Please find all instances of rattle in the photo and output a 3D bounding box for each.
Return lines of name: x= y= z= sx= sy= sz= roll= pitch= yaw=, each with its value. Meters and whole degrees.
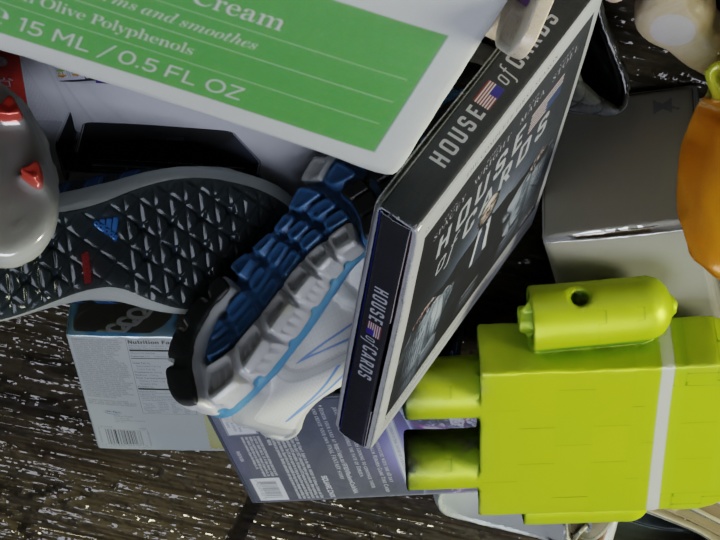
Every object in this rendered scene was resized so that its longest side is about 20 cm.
rattle: x=0.199 y=-0.113 z=1.027 sx=0.130 sy=0.143 sz=0.200 roll=41 pitch=138 yaw=-12

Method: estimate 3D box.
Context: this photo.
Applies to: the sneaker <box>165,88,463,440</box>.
sneaker: x=0.000 y=0.000 z=1.139 sx=0.200 sy=0.075 sz=0.087 roll=-46 pitch=132 yaw=10

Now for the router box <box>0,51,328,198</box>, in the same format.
router box: x=-0.094 y=-0.074 z=1.175 sx=0.178 sy=0.049 sz=0.201 roll=3 pitch=141 yaw=3

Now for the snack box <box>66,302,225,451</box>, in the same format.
snack box: x=-0.057 y=0.056 z=1.343 sx=0.198 sy=0.037 sz=0.117 roll=1 pitch=144 yaw=5

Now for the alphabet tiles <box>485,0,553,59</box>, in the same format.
alphabet tiles: x=0.081 y=-0.179 z=0.895 sx=0.015 sy=0.200 sz=0.197 roll=21 pitch=100 yaw=-14

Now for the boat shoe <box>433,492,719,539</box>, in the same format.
boat shoe: x=0.137 y=0.136 z=1.395 sx=0.198 sy=0.069 sz=0.075 roll=0 pitch=141 yaw=6

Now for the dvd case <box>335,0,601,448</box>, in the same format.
dvd case: x=0.045 y=-0.024 z=1.047 sx=0.025 sy=0.151 sz=0.200 roll=32 pitch=153 yaw=11

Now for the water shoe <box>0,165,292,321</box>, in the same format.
water shoe: x=-0.125 y=-0.020 z=1.161 sx=0.198 sy=0.079 sz=0.072 roll=-3 pitch=107 yaw=-21

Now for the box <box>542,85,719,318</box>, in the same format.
box: x=0.148 y=0.009 z=1.217 sx=0.077 sy=0.095 sz=0.201 roll=-6 pitch=139 yaw=14

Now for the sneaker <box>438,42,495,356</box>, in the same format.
sneaker: x=0.037 y=-0.011 z=1.187 sx=0.072 sy=0.113 sz=0.201 roll=8 pitch=142 yaw=-5

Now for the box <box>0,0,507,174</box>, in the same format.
box: x=-0.037 y=-0.182 z=0.912 sx=0.198 sy=0.201 sz=0.172 roll=17 pitch=139 yaw=-15

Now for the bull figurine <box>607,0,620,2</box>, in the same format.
bull figurine: x=0.161 y=-0.185 z=0.963 sx=0.199 sy=0.065 sz=0.121 roll=-31 pitch=148 yaw=21

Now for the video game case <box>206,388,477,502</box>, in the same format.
video game case: x=0.024 y=0.090 z=1.321 sx=0.198 sy=0.019 sz=0.143 roll=-4 pitch=152 yaw=8

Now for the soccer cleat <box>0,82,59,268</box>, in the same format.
soccer cleat: x=-0.197 y=-0.066 z=1.110 sx=0.069 sy=0.200 sz=0.078 roll=-33 pitch=150 yaw=-17

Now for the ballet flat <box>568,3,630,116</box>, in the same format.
ballet flat: x=0.094 y=-0.140 z=1.053 sx=0.056 sy=0.067 sz=0.200 roll=18 pitch=152 yaw=16

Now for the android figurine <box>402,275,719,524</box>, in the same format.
android figurine: x=0.119 y=0.070 z=1.180 sx=0.198 sy=0.041 sz=0.183 roll=-4 pitch=141 yaw=1
